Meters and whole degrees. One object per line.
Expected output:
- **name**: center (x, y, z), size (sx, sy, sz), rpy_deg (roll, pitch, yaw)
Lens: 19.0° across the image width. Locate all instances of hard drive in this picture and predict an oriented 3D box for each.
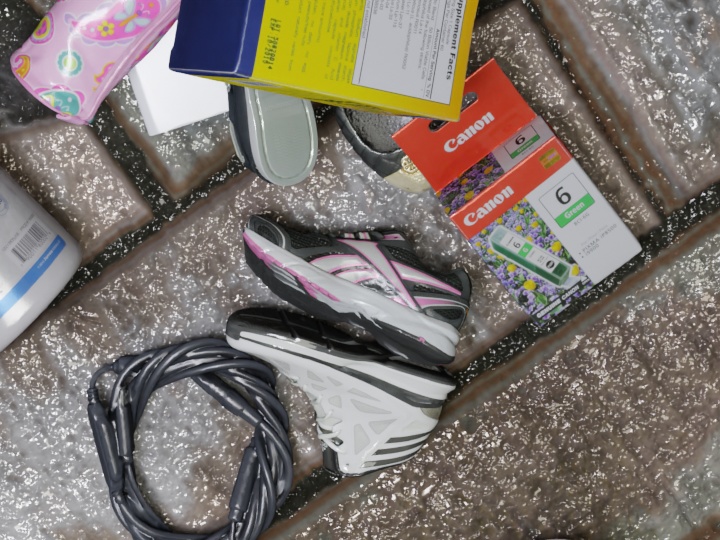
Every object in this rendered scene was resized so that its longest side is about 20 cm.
- **hard drive**: center (-0.137, -0.222, 1.701), size (0.131, 0.025, 0.201), rpy_deg (-18, 105, 2)

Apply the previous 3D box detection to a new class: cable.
- **cable**: center (-0.135, 0.155, 1.796), size (0.162, 0.051, 0.201), rpy_deg (-15, 101, -4)

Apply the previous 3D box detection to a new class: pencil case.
- **pencil case**: center (-0.178, -0.205, 1.646), size (0.087, 0.087, 0.200), rpy_deg (41, 99, -12)

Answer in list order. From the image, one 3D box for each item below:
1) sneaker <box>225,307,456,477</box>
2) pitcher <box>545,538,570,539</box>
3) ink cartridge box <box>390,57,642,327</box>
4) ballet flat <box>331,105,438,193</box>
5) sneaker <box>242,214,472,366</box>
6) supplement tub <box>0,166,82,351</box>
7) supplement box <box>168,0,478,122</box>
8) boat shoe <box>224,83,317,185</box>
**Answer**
- **sneaker**: center (-0.030, 0.109, 1.763), size (0.200, 0.076, 0.116), rpy_deg (19, 103, -16)
- **pitcher**: center (0.197, 0.323, 1.828), size (0.171, 0.121, 0.201), rpy_deg (-23, 117, -18)
- **ink cartridge box**: center (0.126, -0.061, 1.723), size (0.109, 0.050, 0.200), rpy_deg (-37, 119, 7)
- **ballet flat**: center (0.003, -0.145, 1.712), size (0.066, 0.057, 0.201), rpy_deg (-30, 106, 2)
- **sneaker**: center (0.000, 0.000, 1.752), size (0.199, 0.080, 0.087), rpy_deg (28, 71, -2)
- **supplement tub**: center (-0.329, -0.037, 1.687), size (0.132, 0.132, 0.200), rpy_deg (-43, 102, 8)
- **supplement box**: center (-0.025, -0.182, 1.598), size (0.199, 0.109, 0.109), rpy_deg (10, 91, -32)
- **boat shoe**: center (-0.076, -0.167, 1.673), size (0.075, 0.060, 0.201), rpy_deg (-6, 103, -30)
